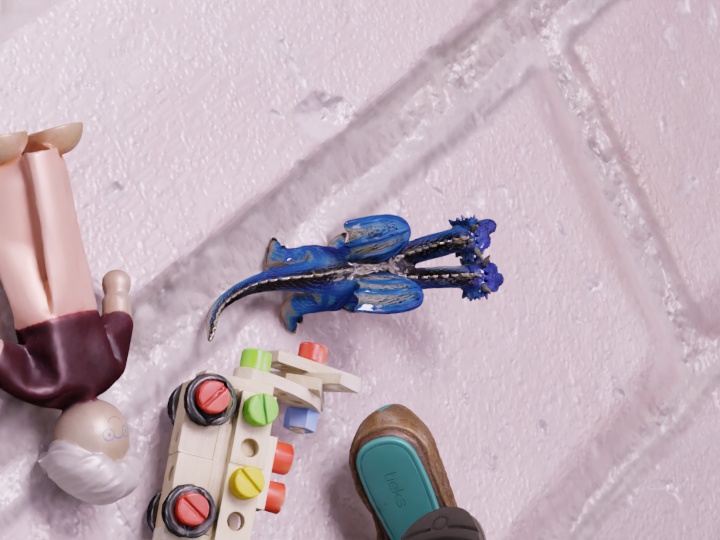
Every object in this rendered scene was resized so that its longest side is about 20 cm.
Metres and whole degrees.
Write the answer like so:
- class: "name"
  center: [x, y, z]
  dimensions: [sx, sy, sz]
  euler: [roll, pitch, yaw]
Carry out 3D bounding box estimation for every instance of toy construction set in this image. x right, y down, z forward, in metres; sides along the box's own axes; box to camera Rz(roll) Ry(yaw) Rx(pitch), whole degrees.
- class: "toy construction set"
  center: [-0.050, 0.122, 1.287]
  dimensions: [0.130, 0.092, 0.201]
  euler: [15, 60, -18]

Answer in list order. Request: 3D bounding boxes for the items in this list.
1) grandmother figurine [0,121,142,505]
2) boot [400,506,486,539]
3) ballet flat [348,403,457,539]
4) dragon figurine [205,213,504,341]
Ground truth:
- class: "grandmother figurine"
  center: [-0.161, 0.027, 1.218]
  dimensions: [0.121, 0.060, 0.201]
  euler: [-15, 90, -38]
- class: "boot"
  center: [0.083, 0.256, 1.341]
  dimensions: [0.200, 0.072, 0.183]
  euler: [40, 48, -46]
- class: "ballet flat"
  center: [0.041, 0.167, 1.394]
  dimensions: [0.072, 0.067, 0.201]
  euler: [-72, 145, -65]
- class: "dragon figurine"
  center: [0.000, 0.000, 1.361]
  dimensions: [0.199, 0.099, 0.059]
  euler: [-6, 85, -47]
